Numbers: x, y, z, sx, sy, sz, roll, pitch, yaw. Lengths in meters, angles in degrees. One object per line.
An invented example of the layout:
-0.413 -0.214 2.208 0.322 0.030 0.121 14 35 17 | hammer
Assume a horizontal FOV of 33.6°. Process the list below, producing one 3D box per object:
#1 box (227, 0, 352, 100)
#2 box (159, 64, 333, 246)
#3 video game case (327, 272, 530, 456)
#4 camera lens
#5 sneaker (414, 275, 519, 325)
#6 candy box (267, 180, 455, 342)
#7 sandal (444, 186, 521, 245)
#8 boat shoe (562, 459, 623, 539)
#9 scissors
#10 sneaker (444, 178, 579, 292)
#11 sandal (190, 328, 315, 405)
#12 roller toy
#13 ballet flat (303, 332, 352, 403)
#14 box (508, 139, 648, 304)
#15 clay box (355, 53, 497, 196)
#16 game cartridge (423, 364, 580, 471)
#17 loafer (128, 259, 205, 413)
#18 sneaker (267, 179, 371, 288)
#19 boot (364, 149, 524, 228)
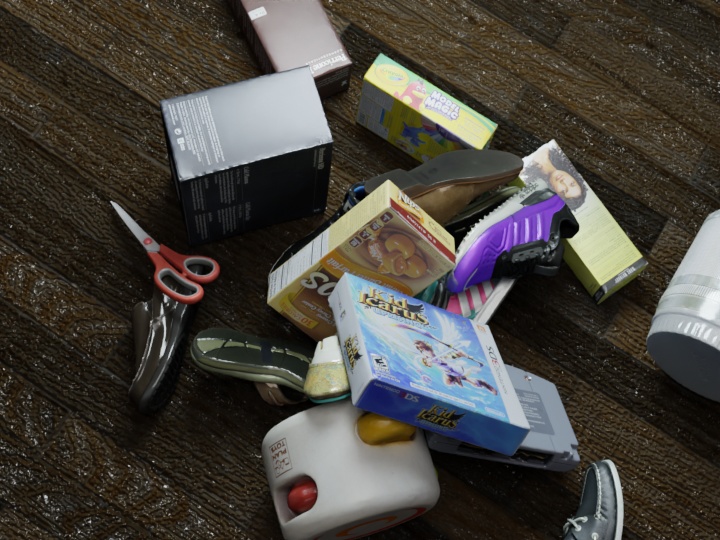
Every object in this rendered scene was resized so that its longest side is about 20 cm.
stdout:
-0.097 -0.317 1.552 0.099 0.075 0.202 -24 76 -13 | box
-0.134 -0.132 1.416 0.179 0.200 0.106 -14 71 -10 | box
0.071 0.099 1.287 0.197 0.046 0.182 20 28 -24 | video game case
0.450 0.037 1.428 0.159 0.160 0.201 33 71 7 | camera lens
0.115 0.010 1.453 0.120 0.084 0.201 38 73 -1 | sneaker
0.000 0.000 1.371 0.115 0.199 0.056 39 29 -26 | candy box
0.114 -0.066 1.482 0.198 0.080 0.058 -19 59 -11 | sandal
0.259 0.315 1.359 0.059 0.076 0.203 8 69 -8 | boat shoe
-0.252 -0.023 1.421 0.198 0.014 0.073 31 56 24 | scissors
0.187 -0.024 1.399 0.099 0.070 0.199 43 60 15 | sneaker
-0.104 0.121 1.397 0.198 0.058 0.080 17 28 -9 | sandal
-0.014 0.213 1.310 0.180 0.200 0.142 -18 72 2 | roller toy
-0.021 0.101 1.312 0.069 0.200 0.072 0 92 14 | ballet flat
0.271 -0.062 1.506 0.075 0.050 0.201 -33 77 -15 | box
0.091 -0.178 1.496 0.198 0.115 0.048 32 70 6 | clay box
0.150 0.159 1.371 0.197 0.041 0.135 14 41 -24 | game cartridge
-0.240 0.073 1.408 0.070 0.073 0.203 13 61 4 | loafer
-0.030 -0.048 1.438 0.198 0.112 0.073 -32 67 -17 | sneaker
0.101 -0.089 1.401 0.197 0.077 0.074 -16 29 -13 | boot
